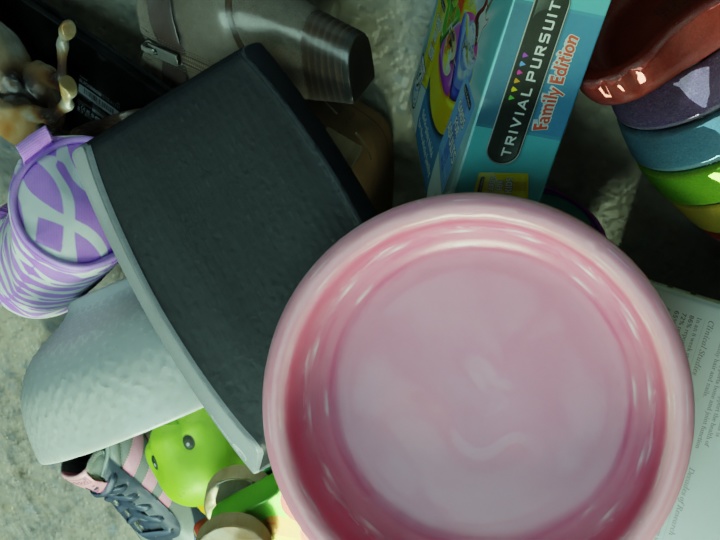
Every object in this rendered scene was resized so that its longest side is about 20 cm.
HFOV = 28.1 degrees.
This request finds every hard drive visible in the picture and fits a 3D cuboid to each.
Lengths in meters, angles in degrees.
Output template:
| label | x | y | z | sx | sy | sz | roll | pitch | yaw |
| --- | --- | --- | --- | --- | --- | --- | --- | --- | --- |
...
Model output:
| label | x | y | z | sx | sy | sz | roll | pitch | yaw |
| --- | --- | --- | --- | --- | --- | --- | --- | --- | --- |
| hard drive | -0.056 | -0.010 | 0.756 | 0.135 | 0.042 | 0.201 | -30 | 84 | -1 |

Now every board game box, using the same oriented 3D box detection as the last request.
| label | x | y | z | sx | sy | sz | roll | pitch | yaw |
| --- | --- | --- | --- | --- | --- | --- | --- | --- | --- |
| board game box | 0.075 | -0.132 | 0.711 | 0.047 | 0.151 | 0.201 | 9 | 123 | -10 |

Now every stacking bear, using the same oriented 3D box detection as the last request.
| label | x | y | z | sx | sy | sz | roll | pitch | yaw |
| --- | --- | --- | --- | --- | --- | --- | --- | --- | --- |
| stacking bear | 0.199 | -0.060 | 0.730 | 0.121 | 0.114 | 0.200 | -34 | 114 | 6 |

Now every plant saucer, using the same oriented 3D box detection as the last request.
| label | x | y | z | sx | sy | sz | roll | pitch | yaw |
| --- | --- | --- | --- | --- | --- | --- | --- | --- | --- |
| plant saucer | 0.055 | 0.063 | 0.680 | 0.199 | 0.051 | 0.202 | 1 | 97 | 9 |

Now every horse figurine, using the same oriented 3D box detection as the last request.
| label | x | y | z | sx | sy | sz | roll | pitch | yaw |
| --- | --- | --- | --- | --- | --- | --- | --- | --- | --- |
| horse figurine | -0.211 | -0.131 | 0.848 | 0.200 | 0.050 | 0.133 | 49 | 150 | 0 |

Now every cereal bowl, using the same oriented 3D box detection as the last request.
| label | x | y | z | sx | sy | sz | roll | pitch | yaw |
| --- | --- | --- | --- | --- | --- | --- | --- | --- | --- |
| cereal bowl | -0.115 | 0.039 | 0.866 | 0.199 | 0.200 | 0.084 | -21 | 92 | 30 |

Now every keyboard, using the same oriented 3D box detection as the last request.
| label | x | y | z | sx | sy | sz | roll | pitch | yaw |
| --- | --- | --- | --- | --- | --- | --- | --- | --- | --- |
| keyboard | -0.148 | -0.098 | 0.881 | 0.200 | 0.040 | 0.104 | 36 | 134 | 23 |

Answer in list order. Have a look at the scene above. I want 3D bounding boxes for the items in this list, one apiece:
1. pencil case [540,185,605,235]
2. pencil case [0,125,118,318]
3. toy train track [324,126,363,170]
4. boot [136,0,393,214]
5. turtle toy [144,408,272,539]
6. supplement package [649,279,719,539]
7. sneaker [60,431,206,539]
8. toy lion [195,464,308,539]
| label | x | y | z | sx | sy | sz | roll | pitch | yaw |
| --- | --- | --- | --- | --- | --- | --- | --- | --- | --- |
| pencil case | 0.070 | 0.048 | 0.852 | 0.093 | 0.085 | 0.201 | 58 | 139 | 42 |
| pencil case | -0.187 | -0.023 | 0.872 | 0.085 | 0.084 | 0.200 | 45 | 157 | -6 |
| toy train track | 0.000 | 0.000 | 0.791 | 0.199 | 0.033 | 0.115 | 31 | 90 | 7 |
| boot | -0.059 | -0.087 | 0.853 | 0.146 | 0.070 | 0.201 | 16 | 128 | 24 |
| turtle toy | -0.058 | 0.155 | 0.948 | 0.146 | 0.101 | 0.200 | -33 | 107 | 33 |
| supplement package | 0.200 | 0.100 | 0.758 | 0.199 | 0.151 | 0.152 | 18 | 92 | 13 |
| sneaker | -0.172 | 0.143 | 1.007 | 0.070 | 0.082 | 0.201 | -20 | 108 | 30 |
| toy lion | 0.014 | 0.153 | 0.845 | 0.191 | 0.069 | 0.200 | -30 | 111 | 17 |
